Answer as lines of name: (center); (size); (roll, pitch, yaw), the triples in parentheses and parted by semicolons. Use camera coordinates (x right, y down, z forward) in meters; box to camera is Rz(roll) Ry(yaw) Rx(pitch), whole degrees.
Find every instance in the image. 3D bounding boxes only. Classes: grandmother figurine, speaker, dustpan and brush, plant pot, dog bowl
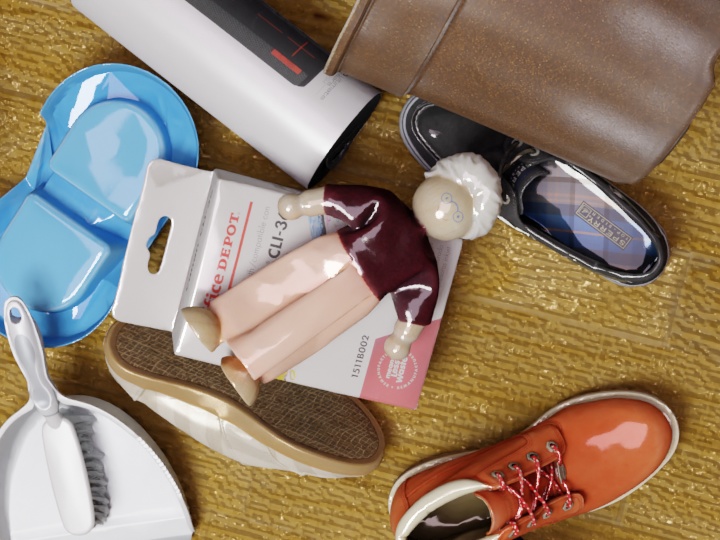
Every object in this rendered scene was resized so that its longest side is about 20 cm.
grandmother figurine: (0.000, 0.000, 0.816); (0.200, 0.061, 0.121); (-35, 112, -1)
speaker: (-0.085, -0.141, 0.882); (0.200, 0.081, 0.081); (39, 98, 3)
dustpan and brush: (-0.199, 0.107, 0.910); (0.139, 0.057, 0.200); (-10, 102, 8)
plant pot: (0.111, -0.161, 0.810); (0.198, 0.200, 0.200); (27, 97, -4)
dog bowl: (-0.182, -0.043, 0.916); (0.111, 0.050, 0.200); (35, 98, 3)

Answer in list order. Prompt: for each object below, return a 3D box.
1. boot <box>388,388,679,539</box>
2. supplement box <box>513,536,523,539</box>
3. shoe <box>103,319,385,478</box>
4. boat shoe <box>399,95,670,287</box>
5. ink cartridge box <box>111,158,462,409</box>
boot: (0.112, 0.137, 0.870); (0.200, 0.107, 0.075); (-23, 90, 6)
supplement box: (0.060, 0.285, 0.885); (0.200, 0.109, 0.110); (-41, 89, 8)
shoe: (-0.079, 0.089, 0.917); (0.200, 0.070, 0.053); (24, 139, 0)
boat shoe: (0.111, -0.053, 0.873); (0.200, 0.066, 0.070); (38, 97, 2)
ink cartridge box: (-0.049, 0.007, 0.870); (0.200, 0.067, 0.117); (13, 97, -11)
